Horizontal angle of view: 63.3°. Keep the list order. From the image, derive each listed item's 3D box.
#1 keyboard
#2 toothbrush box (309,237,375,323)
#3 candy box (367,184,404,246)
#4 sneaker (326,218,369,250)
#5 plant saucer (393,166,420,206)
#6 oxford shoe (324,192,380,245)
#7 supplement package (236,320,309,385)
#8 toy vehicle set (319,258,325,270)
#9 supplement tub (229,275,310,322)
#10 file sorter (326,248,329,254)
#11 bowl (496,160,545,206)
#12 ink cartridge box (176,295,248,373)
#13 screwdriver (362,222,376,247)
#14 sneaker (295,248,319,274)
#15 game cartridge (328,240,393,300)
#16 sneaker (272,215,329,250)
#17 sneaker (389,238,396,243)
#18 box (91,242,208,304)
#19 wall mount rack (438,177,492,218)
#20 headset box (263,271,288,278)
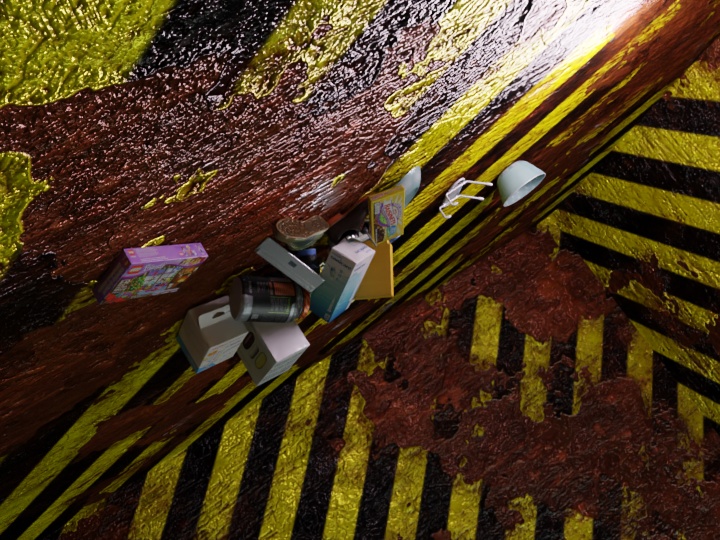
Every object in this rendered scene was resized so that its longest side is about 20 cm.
[{"bbox_3d":[-0.181,-0.012,1.510,0.056,0.011,0.200,-42,120,16],"label":"keyboard"},{"bbox_3d":[-0.054,0.024,1.629,0.201,0.085,0.146,-64,167,25],"label":"toothbrush box"},{"bbox_3d":[0.072,-0.149,1.611,0.101,0.027,0.201,-23,149,-11],"label":"candy box"},{"bbox_3d":[-0.020,-0.109,1.710,0.199,0.072,0.072,-30,178,-41],"label":"sneaker"},{"bbox_3d":[0.117,-0.208,1.671,0.201,0.039,0.201,-47,173,-8],"label":"plant saucer"},{"bbox_3d":[-0.007,-0.143,1.625,0.199,0.073,0.071,-34,165,-3],"label":"oxford shoe"},{"bbox_3d":[-0.309,0.244,1.972,0.146,0.192,0.200,-23,162,-41],"label":"supplement package"},{"bbox_3d":[-0.110,0.059,1.912,0.124,0.027,0.200,-37,127,13],"label":"toy vehicle set"},{"bbox_3d":[-0.244,0.079,1.580,0.198,0.124,0.123,5,146,-29],"label":"supplement tub"},{"bbox_3d":[-0.005,-0.027,1.894,0.124,0.139,0.200,-37,167,2],"label":"file sorter"},{"bbox_3d":[0.619,-0.356,2.314,0.200,0.106,0.201,-33,166,-9],"label":"bowl"},{"bbox_3d":[-0.413,0.174,1.631,0.128,0.126,0.200,-23,163,-37],"label":"ink cartridge box"},{"bbox_3d":[0.017,-0.106,1.626,0.028,0.200,0.029,-39,127,5],"label":"screwdriver"},{"bbox_3d":[-0.151,-0.006,1.642,0.069,0.079,0.200,-6,173,-6],"label":"sneaker"},{"bbox_3d":[0.000,0.000,1.751,0.197,0.179,0.032,-4,164,15],"label":"game cartridge"},{"bbox_3d":[-0.162,-0.082,1.475,0.090,0.067,0.200,-48,165,29],"label":"sneaker"},{"bbox_3d":[0.090,-0.142,1.892,0.070,0.078,0.200,-38,-172,6],"label":"sneaker"},{"bbox_3d":[-0.428,0.005,1.203,0.137,0.039,0.199,-43,164,28],"label":"box"},{"bbox_3d":[0.371,-0.267,2.095,0.173,0.075,0.200,-31,167,-13],"label":"wall mount rack"},{"bbox_3d":[-0.246,0.070,1.778,0.149,0.075,0.199,-43,164,29],"label":"headset box"}]
